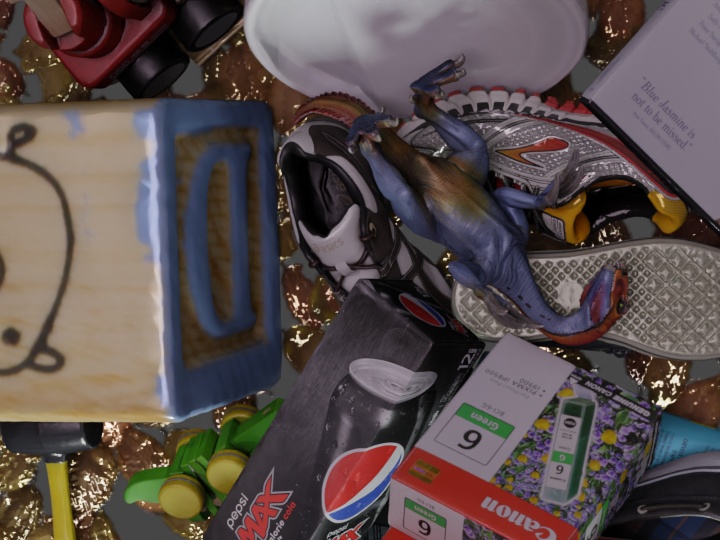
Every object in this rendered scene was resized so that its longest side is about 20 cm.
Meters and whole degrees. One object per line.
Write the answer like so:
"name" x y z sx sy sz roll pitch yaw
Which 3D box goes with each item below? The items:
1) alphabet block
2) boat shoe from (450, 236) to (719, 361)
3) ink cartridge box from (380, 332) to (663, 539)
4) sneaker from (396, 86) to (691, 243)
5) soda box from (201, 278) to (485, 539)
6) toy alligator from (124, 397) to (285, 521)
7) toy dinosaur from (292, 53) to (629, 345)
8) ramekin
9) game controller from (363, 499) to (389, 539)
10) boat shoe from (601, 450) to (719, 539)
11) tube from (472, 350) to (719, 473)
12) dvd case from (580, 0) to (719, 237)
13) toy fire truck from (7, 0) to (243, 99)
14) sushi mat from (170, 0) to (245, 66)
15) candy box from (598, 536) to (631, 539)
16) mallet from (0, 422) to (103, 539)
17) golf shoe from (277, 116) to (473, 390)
"alphabet block" -0.175 -0.010 1.222 0.199 0.196 0.196 -2 92 17
"boat shoe" 0.156 0.017 1.192 0.199 0.062 0.075 0 90 8
"ink cartridge box" 0.078 0.132 1.103 0.109 0.200 0.050 26 139 21
"sneaker" 0.108 -0.061 1.177 0.199 0.078 0.082 0 63 19
"soda box" -0.011 0.104 1.172 0.071 0.063 0.200 41 110 29
"toy alligator" -0.067 0.121 1.264 0.200 0.059 0.054 -29 115 26
"toy dinosaur" 0.076 -0.035 1.149 0.105 0.200 0.182 -39 117 -9
"ramekin" 0.033 -0.176 1.150 0.202 0.202 0.095 -6 65 18
"game controller" 0.033 0.174 1.228 0.104 0.042 0.201 8 109 36
"boat shoe" 0.150 0.166 1.182 0.200 0.057 0.069 -28 108 31
"tube" 0.160 0.109 1.206 0.199 0.050 0.078 22 110 10
"dvd case" 0.240 -0.126 1.121 0.143 0.018 0.200 41 91 -19
"toy fire truck" -0.149 -0.201 1.183 0.176 0.200 0.129 -41 83 16
"sushi mat" -0.066 -0.231 1.267 0.200 0.012 0.096 -40 84 16
"candy box" 0.110 0.247 1.170 0.116 0.057 0.201 6 123 4
"mallet" -0.211 0.181 1.332 0.066 0.041 0.201 4 99 16
"golf shoe" 0.000 0.000 1.218 0.078 0.094 0.200 -29 85 24
